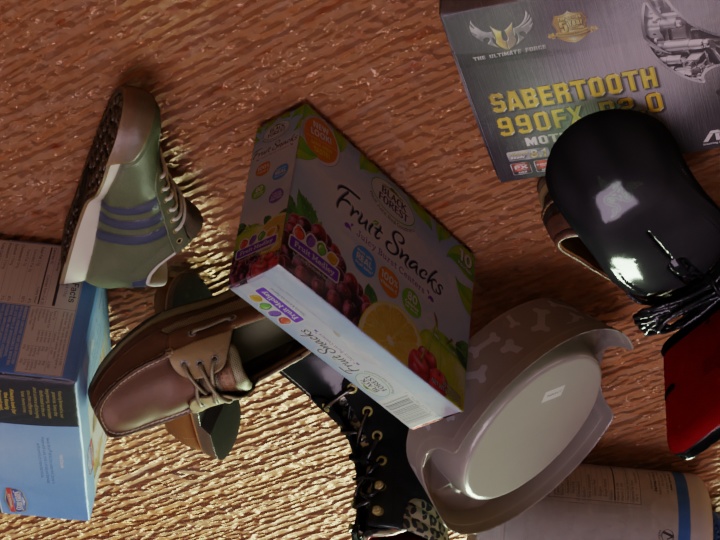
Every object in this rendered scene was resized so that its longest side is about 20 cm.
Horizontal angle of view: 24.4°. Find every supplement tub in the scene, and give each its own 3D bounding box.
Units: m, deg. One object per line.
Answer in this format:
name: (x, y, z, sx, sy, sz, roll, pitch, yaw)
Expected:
supplement tub: (0.194, 0.232, 1.435, 0.198, 0.133, 0.132, 4, 141, 1)

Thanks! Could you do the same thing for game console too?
game console: (0.319, 0.048, 1.164, 0.118, 0.173, 0.200, 33, 125, -18)

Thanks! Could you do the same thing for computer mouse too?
computer mouse: (0.199, -0.028, 1.092, 0.138, 0.053, 0.200, -36, 128, 20)

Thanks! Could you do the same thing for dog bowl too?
dog bowl: (0.118, 0.107, 1.273, 0.199, 0.059, 0.201, -31, 145, -25)

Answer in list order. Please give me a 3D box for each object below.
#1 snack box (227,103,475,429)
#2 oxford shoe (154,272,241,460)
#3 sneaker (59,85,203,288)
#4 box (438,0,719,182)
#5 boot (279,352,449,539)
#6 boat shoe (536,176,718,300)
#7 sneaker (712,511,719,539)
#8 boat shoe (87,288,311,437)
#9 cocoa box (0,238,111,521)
snack box: (0.000, 0.000, 1.169, 0.053, 0.143, 0.200, -23, 133, 32)
oxford shoe: (-0.148, 0.077, 1.341, 0.071, 0.072, 0.201, 14, 138, 18)
sneaker: (-0.153, -0.053, 1.191, 0.089, 0.067, 0.201, 10, 141, -18)
box: (0.165, -0.138, 1.057, 0.198, 0.049, 0.159, -8, 140, 15)
boot: (0.002, 0.134, 1.320, 0.203, 0.155, 0.073, 31, 134, -29)
boat shoe: (0.208, -0.006, 1.196, 0.199, 0.068, 0.072, 27, 136, -24)
sneaker: (0.315, 0.282, 1.537, 0.077, 0.071, 0.200, 7, 145, -15)
boat shoe: (-0.108, 0.062, 1.242, 0.199, 0.074, 0.076, -31, 123, -9)
cocoa box: (-0.268, 0.087, 1.311, 0.130, 0.134, 0.201, 5, 140, -1)
